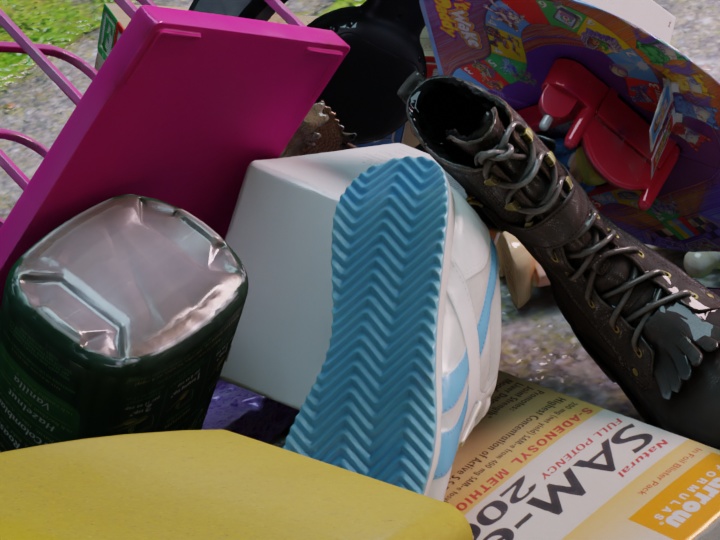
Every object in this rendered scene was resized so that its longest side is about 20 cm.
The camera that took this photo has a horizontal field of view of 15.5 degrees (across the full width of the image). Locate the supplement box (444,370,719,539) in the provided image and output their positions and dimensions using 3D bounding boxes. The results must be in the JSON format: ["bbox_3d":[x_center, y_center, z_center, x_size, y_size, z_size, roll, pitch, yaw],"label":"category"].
[{"bbox_3d":[0.068,0.115,1.161,0.200,0.074,0.126,19,40,39],"label":"supplement box"}]

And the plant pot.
[{"bbox_3d":[-0.060,0.166,1.000,0.199,0.201,0.176,15,27,36],"label":"plant pot"}]

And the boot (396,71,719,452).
[{"bbox_3d":[0.101,-0.003,1.166,0.069,0.174,0.200,-47,34,-4],"label":"boot"}]

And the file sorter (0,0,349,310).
[{"bbox_3d":[-0.134,-0.064,1.201,0.125,0.200,0.139,46,24,26],"label":"file sorter"}]

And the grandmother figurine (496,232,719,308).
[{"bbox_3d":[0.171,-0.032,1.417,0.199,0.061,0.121,-15,38,-7],"label":"grandmother figurine"}]

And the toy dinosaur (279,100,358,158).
[{"bbox_3d":[-0.054,-0.019,1.340,0.086,0.201,0.136,16,-5,18],"label":"toy dinosaur"}]

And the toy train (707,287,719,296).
[{"bbox_3d":[0.244,0.042,1.238,0.199,0.087,0.114,3,37,19],"label":"toy train"}]

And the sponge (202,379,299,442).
[{"bbox_3d":[-0.120,0.050,1.374,0.199,0.030,0.111,15,37,36],"label":"sponge"}]

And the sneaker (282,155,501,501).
[{"bbox_3d":[0.021,0.057,1.117,0.076,0.081,0.201,-1,64,31],"label":"sneaker"}]

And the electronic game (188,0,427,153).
[{"bbox_3d":[-0.003,-0.107,1.444,0.199,0.201,0.042,-11,32,-4],"label":"electronic game"}]

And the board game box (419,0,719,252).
[{"bbox_3d":[0.097,-0.056,1.243,0.158,0.200,0.039,20,65,22],"label":"board game box"}]

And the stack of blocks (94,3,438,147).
[{"bbox_3d":[-0.052,-0.083,1.503,0.199,0.116,0.059,1,25,-22],"label":"stack of blocks"}]

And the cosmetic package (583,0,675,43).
[{"bbox_3d":[0.106,-0.157,1.550,0.082,0.051,0.200,9,-7,31],"label":"cosmetic package"}]

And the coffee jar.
[{"bbox_3d":[-0.118,0.068,1.175,0.085,0.200,0.104,36,46,18],"label":"coffee jar"}]

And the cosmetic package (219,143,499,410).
[{"bbox_3d":[0.000,0.000,1.272,0.071,0.102,0.200,22,13,18],"label":"cosmetic package"}]
